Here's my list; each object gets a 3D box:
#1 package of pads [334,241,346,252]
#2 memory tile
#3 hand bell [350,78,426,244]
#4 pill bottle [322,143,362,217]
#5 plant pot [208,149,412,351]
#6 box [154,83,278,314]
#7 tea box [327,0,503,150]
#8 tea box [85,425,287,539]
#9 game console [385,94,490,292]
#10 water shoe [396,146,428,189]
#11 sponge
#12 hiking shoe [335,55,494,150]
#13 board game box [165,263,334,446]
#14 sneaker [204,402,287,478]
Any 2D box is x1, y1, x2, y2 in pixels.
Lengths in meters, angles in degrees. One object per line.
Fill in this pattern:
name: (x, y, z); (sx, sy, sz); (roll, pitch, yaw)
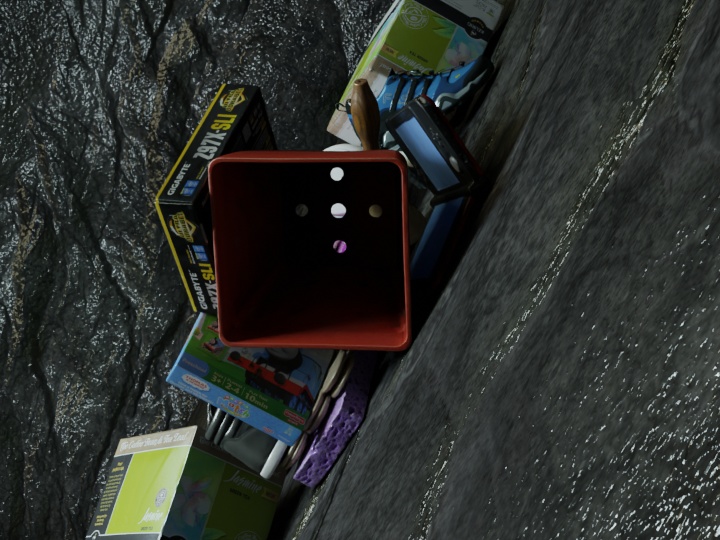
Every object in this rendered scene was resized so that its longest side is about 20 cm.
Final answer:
package of pads: (0.000, 0.000, 1.828); (0.121, 0.076, 0.200); (-60, 7, 33)
memory tile: (-0.043, 0.129, 1.659); (0.153, 0.017, 0.200); (-61, 6, 16)
hand bell: (0.015, -0.131, 1.723); (0.104, 0.104, 0.200); (-72, -22, -54)
pill bottle: (-0.013, -0.109, 1.985); (0.112, 0.112, 0.200); (-62, -10, 2)
plant pot: (-0.036, -0.041, 1.566); (0.176, 0.200, 0.200); (-62, -29, -70)
box: (-0.143, -0.078, 1.591); (0.160, 0.049, 0.200); (77, -154, -43)
tea box: (0.074, -0.276, 2.044); (0.197, 0.134, 0.200); (-66, 8, -26)
tea box: (-0.209, 0.295, 1.693); (0.200, 0.134, 0.197); (-16, 52, 55)
game console: (0.056, -0.079, 1.598); (0.119, 0.172, 0.200); (-36, 4, -9)
water shoe: (0.082, -0.146, 1.821); (0.079, 0.071, 0.200); (-57, 8, 1)
sponge: (-0.021, 0.139, 1.642); (0.112, 0.030, 0.200); (-58, 9, 29)
hiking shoe: (0.072, -0.225, 1.873); (0.200, 0.087, 0.074); (-31, 4, 7)
board game box: (-0.106, 0.077, 1.615); (0.037, 0.151, 0.200); (-56, 9, 43)
sneaker: (-0.109, 0.132, 1.649); (0.071, 0.099, 0.200); (-59, 5, 43)
